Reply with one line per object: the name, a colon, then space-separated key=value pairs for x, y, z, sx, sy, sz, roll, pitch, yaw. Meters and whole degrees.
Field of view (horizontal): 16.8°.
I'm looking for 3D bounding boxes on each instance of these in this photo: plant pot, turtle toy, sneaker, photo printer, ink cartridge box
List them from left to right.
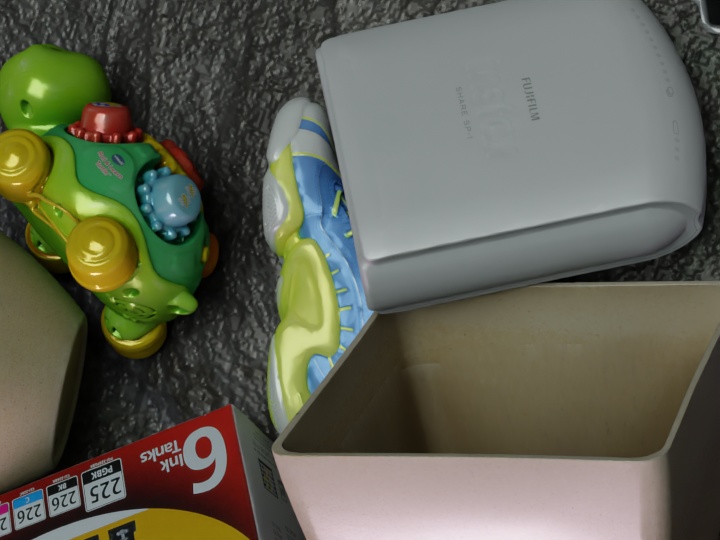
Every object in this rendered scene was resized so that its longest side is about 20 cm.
plant pot: x=-0.234 y=0.058 z=1.429 sx=0.134 sy=0.200 sz=0.201 roll=12 pitch=86 yaw=-1
turtle toy: x=-0.154 y=-0.049 z=1.435 sx=0.101 sy=0.146 sz=0.200 roll=-39 pitch=70 yaw=-11
ink cartridge box: x=-0.128 y=0.198 z=1.377 sx=0.199 sy=0.084 sz=0.176 roll=-22 pitch=58 yaw=13
sneaker: x=0.000 y=0.000 z=1.400 sx=0.104 sy=0.076 sz=0.201 roll=-1 pitch=89 yaw=9
photo printer: x=0.085 y=-0.070 z=1.331 sx=0.199 sy=0.070 sz=0.167 roll=-11 pitch=57 yaw=0
plant pot: x=0.092 y=0.127 z=1.264 sx=0.199 sy=0.200 sz=0.178 roll=-1 pitch=113 yaw=21

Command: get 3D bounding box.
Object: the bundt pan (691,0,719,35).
bundt pan: x=0.263 y=-0.196 z=1.313 sx=0.201 sy=0.076 sz=0.203 roll=-4 pitch=80 yaw=21
